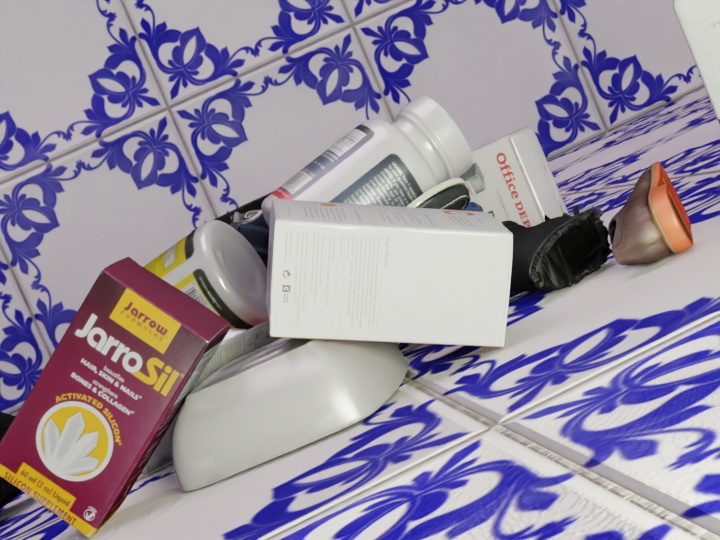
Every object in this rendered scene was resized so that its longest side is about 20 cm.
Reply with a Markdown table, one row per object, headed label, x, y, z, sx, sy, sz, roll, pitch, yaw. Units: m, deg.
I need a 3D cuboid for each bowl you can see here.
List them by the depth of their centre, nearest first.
| label | x | y | z | sx | sy | sz | roll | pitch | yaw |
| --- | --- | --- | --- | --- | --- | --- | --- | --- | --- |
| bowl | -0.067 | 0.105 | 1.201 | 0.198 | 0.075 | 0.200 | -24 | 5 | 16 |

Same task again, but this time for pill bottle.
| label | x | y | z | sx | sy | sz | roll | pitch | yaw |
| --- | --- | --- | --- | --- | --- | --- | --- | --- | --- |
| pill bottle | -0.190 | 0.049 | 1.352 | 0.199 | 0.115 | 0.114 | -33 | 1 | 19 |
| pill bottle | 0.011 | -0.079 | 1.377 | 0.199 | 0.120 | 0.120 | -38 | 6 | -10 |

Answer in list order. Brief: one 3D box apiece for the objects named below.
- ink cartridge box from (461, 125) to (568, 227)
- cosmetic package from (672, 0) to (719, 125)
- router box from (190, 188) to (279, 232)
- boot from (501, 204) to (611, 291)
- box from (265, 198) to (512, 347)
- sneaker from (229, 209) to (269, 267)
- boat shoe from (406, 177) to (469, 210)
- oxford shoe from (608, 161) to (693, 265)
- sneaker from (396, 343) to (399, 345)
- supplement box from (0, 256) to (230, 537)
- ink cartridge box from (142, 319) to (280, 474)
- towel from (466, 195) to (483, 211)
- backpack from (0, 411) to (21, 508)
| label | x | y | z | sx | sy | sz | roll | pitch | yaw |
| --- | --- | --- | --- | --- | --- | --- | --- | --- | --- |
| ink cartridge box | 0.132 | -0.061 | 1.616 | 0.198 | 0.147 | 0.085 | -23 | 2 | 25 |
| cosmetic package | 0.388 | -0.177 | 1.185 | 0.163 | 0.202 | 0.165 | -22 | 4 | 26 |
| router box | -0.100 | 0.012 | 1.685 | 0.156 | 0.202 | 0.052 | -21 | 5 | 33 |
| boot | 0.137 | 0.004 | 1.336 | 0.197 | 0.074 | 0.162 | -33 | 16 | -26 |
| box | 0.020 | 0.000 | 1.177 | 0.197 | 0.099 | 0.124 | 3 | 10 | -5 |
| sneaker | -0.085 | 0.008 | 1.576 | 0.076 | 0.148 | 0.202 | -9 | -25 | 33 |
| boat shoe | 0.040 | -0.003 | 1.317 | 0.199 | 0.066 | 0.075 | -40 | -23 | -7 |
| oxford shoe | 0.260 | -0.050 | 1.272 | 0.072 | 0.072 | 0.200 | -28 | 3 | 16 |
| sneaker | 0.000 | 0.000 | 1.462 | 0.070 | 0.203 | 0.080 | 19 | -31 | -31 |
| supplement box | -0.211 | 0.105 | 1.165 | 0.201 | 0.110 | 0.086 | -58 | -1 | 10 |
| ink cartridge box | -0.141 | 0.099 | 1.320 | 0.198 | 0.050 | 0.162 | -30 | -29 | -19 |
| towel | 0.045 | -0.014 | 1.557 | 0.111 | 0.049 | 0.200 | -3 | -41 | -53 |
| backpack | -0.471 | 0.237 | 1.540 | 0.198 | 0.128 | 0.167 | -26 | 6 | 32 |
